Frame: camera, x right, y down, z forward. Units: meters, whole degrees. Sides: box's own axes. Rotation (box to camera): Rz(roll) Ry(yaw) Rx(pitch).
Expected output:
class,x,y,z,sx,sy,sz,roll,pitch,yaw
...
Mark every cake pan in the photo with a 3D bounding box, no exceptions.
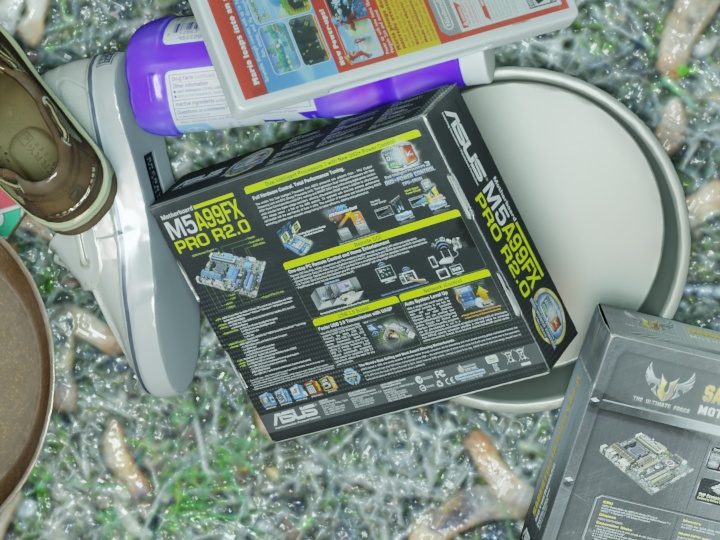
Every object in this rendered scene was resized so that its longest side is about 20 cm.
class,x,y,z,sx,sy,sz,roll,pitch,yaw
cake pan,0.088,-0.019,1.395,0.199,0.037,0.202,1,104,5

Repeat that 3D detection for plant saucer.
class,x,y,z,sx,sy,sz,roll,pitch,yaw
plant saucer,-0.251,0.061,1.394,0.199,0.037,0.202,-2,85,24

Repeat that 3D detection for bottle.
class,x,y,z,sx,sy,sz,roll,pitch,yaw
bottle,-0.026,-0.116,1.352,0.198,0.084,0.066,-5,103,12

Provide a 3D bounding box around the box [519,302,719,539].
class,x,y,z,sx,sy,sz,roll,pitch,yaw
box,0.207,0.119,1.391,0.199,0.048,0.159,13,109,-8

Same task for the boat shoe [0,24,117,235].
class,x,y,z,sx,sy,sz,roll,pitch,yaw
boat shoe,-0.216,-0.103,1.351,0.202,0.075,0.075,38,89,21

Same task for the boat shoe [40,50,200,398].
class,x,y,z,sx,sy,sz,roll,pitch,yaw
boat shoe,-0.144,-0.023,1.405,0.069,0.071,0.201,-8,103,21

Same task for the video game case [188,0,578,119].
class,x,y,z,sx,sy,sz,roll,pitch,yaw
video game case,0.002,-0.171,1.298,0.199,0.017,0.144,-17,76,-18

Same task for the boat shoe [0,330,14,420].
class,x,y,z,sx,sy,sz,roll,pitch,yaw
boat shoe,-0.241,0.109,1.447,0.062,0.071,0.201,20,109,3

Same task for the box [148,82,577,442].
class,x,y,z,sx,sy,sz,roll,pitch,yaw
box,0.000,0.000,1.353,0.199,0.044,0.161,-17,108,35

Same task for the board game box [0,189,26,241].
class,x,y,z,sx,sy,sz,roll,pitch,yaw
board game box,-0.273,-0.004,1.442,0.095,0.030,0.200,35,107,-3
